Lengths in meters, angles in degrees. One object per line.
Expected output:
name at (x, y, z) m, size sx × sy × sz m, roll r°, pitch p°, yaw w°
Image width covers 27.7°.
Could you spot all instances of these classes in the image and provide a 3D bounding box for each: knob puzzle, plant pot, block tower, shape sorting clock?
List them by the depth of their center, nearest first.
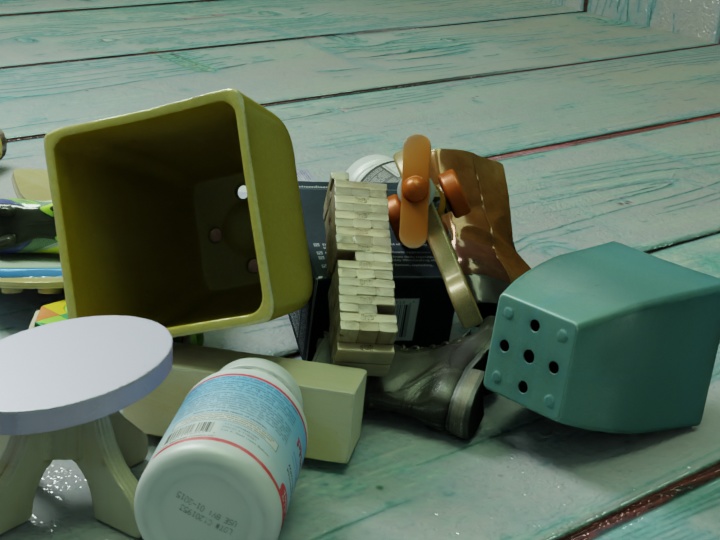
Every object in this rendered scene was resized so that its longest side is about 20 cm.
plant pot at (-0.141, -0.039, 1.320) m, size 0.193 × 0.197 × 0.200 m, roll -10°, pitch -4°, yaw 19°
plant pot at (0.212, 0.067, 1.326) m, size 0.199 × 0.143 × 0.141 m, roll -7°, pitch 22°, yaw -45°
block tower at (-0.001, 0.000, 1.346) m, size 0.057 × 0.054 × 0.201 m, roll 4°, pitch 50°, yaw -11°
shape sorting clock at (-0.316, 0.004, 1.522) m, size 0.197 × 0.040 × 0.200 m, roll 0°, pitch 12°, yaw 0°
knob puzzle at (-0.323, -0.067, 1.718) m, size 0.218 × 0.031 × 0.220 m, roll 20°, pitch 19°, yaw -7°

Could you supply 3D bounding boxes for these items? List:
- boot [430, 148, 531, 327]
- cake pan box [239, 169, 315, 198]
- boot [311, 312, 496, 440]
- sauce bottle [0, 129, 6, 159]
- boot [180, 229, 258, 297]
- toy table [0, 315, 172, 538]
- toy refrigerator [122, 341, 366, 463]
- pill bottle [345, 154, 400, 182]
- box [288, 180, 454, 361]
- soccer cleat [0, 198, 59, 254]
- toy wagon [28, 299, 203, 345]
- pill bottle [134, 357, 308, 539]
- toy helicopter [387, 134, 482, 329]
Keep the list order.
boot at (0.154, -0.024, 1.523) m, size 0.187 × 0.069 × 0.202 m, roll 10°, pitch 52°, yaw -27°
cake pan box at (-0.127, -0.070, 1.765) m, size 0.182 × 0.053 × 0.200 m, roll 0°, pitch 24°, yaw -16°
boot at (0.042, 0.081, 1.369) m, size 0.172 × 0.070 × 0.200 m, roll 11°, pitch 28°, yaw 16°
sauce bottle at (-0.517, -0.140, 1.856) m, size 0.064 × 0.065 × 0.200 m, roll 8°, pitch 20°, yaw 8°
boot at (-0.141, -0.001, 1.526) m, size 0.165 × 0.073 × 0.200 m, roll 21°, pitch 20°, yaw -24°
toy table at (-0.228, 0.122, 1.134) m, size 0.199 × 0.118 × 0.183 m, roll -15°, pitch 28°, yaw -42°
toy refrigerator at (-0.099, 0.114, 1.262) m, size 0.198 × 0.071 × 0.076 m, roll 8°, pitch 13°, yaw 6°
pill bottle at (0.054, -0.063, 1.709) m, size 0.115 × 0.118 × 0.200 m, roll -4°, pitch 22°, yaw -24°
box at (0.000, 0.000, 1.491) m, size 0.147 × 0.108 × 0.201 m, roll 0°, pitch 32°, yaw -14°
soccer cleat at (-0.307, -0.046, 1.514) m, size 0.198 × 0.066 × 0.084 m, roll 3°, pitch 5°, yaw 8°
toy wagon at (-0.221, 0.072, 1.383) m, size 0.199 × 0.040 × 0.154 m, roll 20°, pitch 25°, yaw 37°
pill bottle at (-0.099, 0.143, 1.121) m, size 0.107 × 0.110 × 0.200 m, roll 7°, pitch 20°, yaw 5°
toy helicopter at (0.072, -0.035, 1.355) m, size 0.078 × 0.133 × 0.201 m, roll -22°, pitch 53°, yaw 3°
